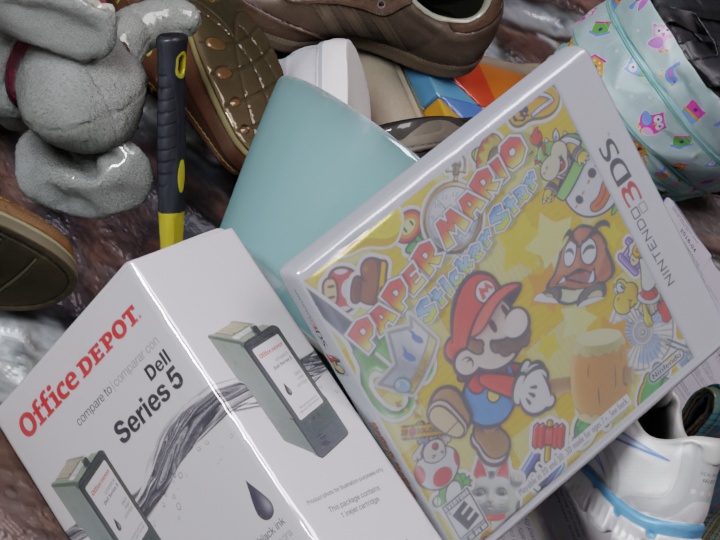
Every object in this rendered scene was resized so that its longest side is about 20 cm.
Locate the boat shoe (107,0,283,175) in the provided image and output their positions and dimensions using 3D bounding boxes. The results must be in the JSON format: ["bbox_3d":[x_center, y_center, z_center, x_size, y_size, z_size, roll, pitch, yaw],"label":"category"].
[{"bbox_3d":[-0.102,-0.132,1.600,0.072,0.068,0.201,7,48,-49],"label":"boat shoe"}]

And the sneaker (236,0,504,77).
[{"bbox_3d":[-0.004,-0.181,1.715,0.199,0.076,0.071,9,48,-20],"label":"sneaker"}]

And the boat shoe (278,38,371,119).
[{"bbox_3d":[-0.035,-0.057,1.598,0.072,0.068,0.201,59,25,-51],"label":"boat shoe"}]

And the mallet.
[{"bbox_3d":[-0.105,-0.022,1.417,0.066,0.041,0.202,-28,120,-52],"label":"mallet"}]

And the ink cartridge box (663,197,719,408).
[{"bbox_3d":[0.188,0.047,1.703,0.137,0.076,0.200,55,33,-8],"label":"ink cartridge box"}]

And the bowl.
[{"bbox_3d":[0.000,0.000,1.437,0.201,0.105,0.201,41,-6,6],"label":"bowl"}]

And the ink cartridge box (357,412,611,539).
[{"bbox_3d":[0.069,0.167,1.469,0.199,0.087,0.146,12,46,-42],"label":"ink cartridge box"}]

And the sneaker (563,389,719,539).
[{"bbox_3d":[0.127,0.073,1.456,0.075,0.087,0.200,4,25,-46],"label":"sneaker"}]

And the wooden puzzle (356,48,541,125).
[{"bbox_3d":[0.092,-0.079,1.782,0.199,0.037,0.186,5,52,-44],"label":"wooden puzzle"}]

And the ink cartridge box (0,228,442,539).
[{"bbox_3d":[-0.072,0.104,1.328,0.084,0.146,0.201,-19,70,-50],"label":"ink cartridge box"}]

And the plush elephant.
[{"bbox_3d":[-0.163,-0.124,1.443,0.154,0.165,0.200,24,52,20],"label":"plush elephant"}]

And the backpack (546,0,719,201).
[{"bbox_3d":[0.216,-0.124,1.863,0.167,0.127,0.200,53,16,18],"label":"backpack"}]

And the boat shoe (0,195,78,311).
[{"bbox_3d":[-0.231,-0.039,1.368,0.199,0.072,0.068,21,43,-32],"label":"boat shoe"}]

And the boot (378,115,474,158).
[{"bbox_3d":[0.065,-0.015,1.627,0.200,0.073,0.152,0,80,-62],"label":"boot"}]

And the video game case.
[{"bbox_3d":[0.078,0.018,1.347,0.200,0.023,0.183,-38,112,-21],"label":"video game case"}]

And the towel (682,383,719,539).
[{"bbox_3d":[0.240,0.141,1.628,0.199,0.147,0.022,14,26,-39],"label":"towel"}]
